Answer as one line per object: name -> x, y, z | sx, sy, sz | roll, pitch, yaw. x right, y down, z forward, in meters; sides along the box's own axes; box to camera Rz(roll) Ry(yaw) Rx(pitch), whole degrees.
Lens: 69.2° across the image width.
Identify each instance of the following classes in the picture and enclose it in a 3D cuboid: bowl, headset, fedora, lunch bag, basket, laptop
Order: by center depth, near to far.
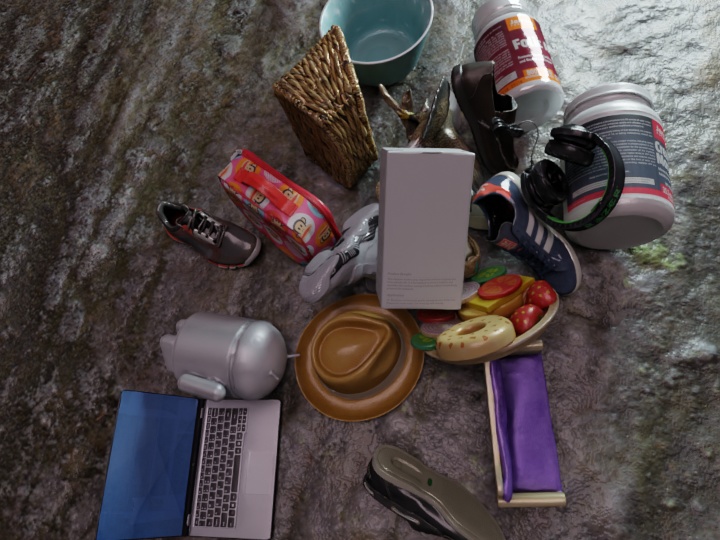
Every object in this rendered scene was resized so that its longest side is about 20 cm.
headset -> 0.252, -0.142, 0.692 | 0.124, 0.093, 0.201 | -60, 40, 32
laptop -> -0.225, 0.267, 0.719 | 0.197, 0.116, 0.190 | -2, 70, 10
fedora -> -0.007, 0.116, 0.750 | 0.197, 0.082, 0.204 | -4, 69, 9
lunch bag -> -0.126, -0.096, 0.804 | 0.199, 0.176, 0.082 | 36, 80, 21
basket -> -0.021, -0.248, 0.827 | 0.142, 0.200, 0.149 | 39, 80, 23
bowl -> 0.033, -0.411, 0.930 | 0.198, 0.105, 0.204 | -4, 67, 9

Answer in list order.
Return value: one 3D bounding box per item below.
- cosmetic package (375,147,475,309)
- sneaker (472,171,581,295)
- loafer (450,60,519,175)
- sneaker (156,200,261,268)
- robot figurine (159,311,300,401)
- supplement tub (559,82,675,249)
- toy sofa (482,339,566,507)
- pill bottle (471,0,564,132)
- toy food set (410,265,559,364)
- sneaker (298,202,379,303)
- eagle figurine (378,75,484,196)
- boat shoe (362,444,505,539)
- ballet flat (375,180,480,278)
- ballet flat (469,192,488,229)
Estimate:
cosmetic package -> 0.079, -0.056, 0.679 | 0.111, 0.081, 0.203 | 2, 104, -5
sneaker -> 0.228, -0.040, 0.740 | 0.084, 0.075, 0.201 | -30, 81, -34
loafer -> 0.202, -0.221, 0.778 | 0.071, 0.200, 0.074 | -14, 44, 30
sneaker -> -0.261, -0.064, 0.869 | 0.197, 0.082, 0.078 | 18, 74, 17
robot figurine -> -0.192, 0.124, 0.765 | 0.197, 0.114, 0.170 | 7, 34, 18
supplement tub -> 0.359, -0.145, 0.745 | 0.138, 0.141, 0.203 | 1, 70, 11
toy sofa -> 0.206, 0.193, 0.671 | 0.081, 0.098, 0.203 | -5, 68, 10
pill bottle -> 0.250, -0.340, 0.855 | 0.112, 0.114, 0.203 | -12, 68, 6
toy food set -> 0.161, 0.058, 0.697 | 0.198, 0.198, 0.049 | -30, 106, -17
sneaker -> 0.000, 0.000, 0.758 | 0.075, 0.115, 0.201 | -16, 29, 46
eagle figurine -> 0.115, -0.206, 0.792 | 0.150, 0.200, 0.153 | 8, 107, -25
boat shoe -> 0.094, 0.308, 0.678 | 0.198, 0.072, 0.068 | 30, 114, 13
ballet flat -> 0.103, -0.074, 0.763 | 0.200, 0.065, 0.071 | 43, 75, 7
ballet flat -> 0.157, -0.108, 0.813 | 0.197, 0.070, 0.070 | 9, 71, 14
